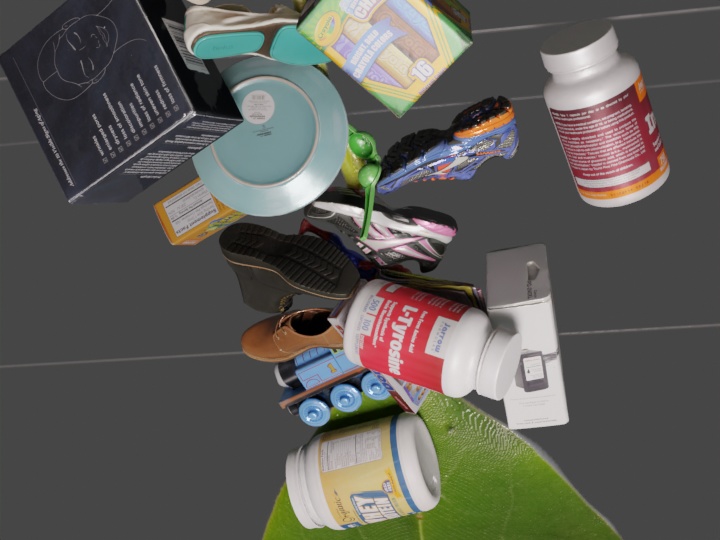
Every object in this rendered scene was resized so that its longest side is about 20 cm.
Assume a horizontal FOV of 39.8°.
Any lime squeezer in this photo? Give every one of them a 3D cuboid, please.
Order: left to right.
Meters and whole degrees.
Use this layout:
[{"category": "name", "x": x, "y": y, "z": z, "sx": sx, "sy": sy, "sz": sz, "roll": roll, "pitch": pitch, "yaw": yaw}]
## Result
[{"category": "lime squeezer", "x": -0.001, "y": -0.135, "z": 1.236, "sx": 0.038, "sy": 0.071, "sz": 0.200, "roll": -24, "pitch": 79, "yaw": 31}]

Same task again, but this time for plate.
[{"category": "plate", "x": -0.114, "y": -0.166, "z": 1.203, "sx": 0.200, "sy": 0.026, "sz": 0.201, "roll": -1, "pitch": 86, "yaw": 10}]

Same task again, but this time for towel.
[{"category": "towel", "x": 0.104, "y": 0.069, "z": 1.324, "sx": 0.143, "sy": 0.023, "sz": 0.200, "roll": 9, "pitch": 145, "yaw": 24}]

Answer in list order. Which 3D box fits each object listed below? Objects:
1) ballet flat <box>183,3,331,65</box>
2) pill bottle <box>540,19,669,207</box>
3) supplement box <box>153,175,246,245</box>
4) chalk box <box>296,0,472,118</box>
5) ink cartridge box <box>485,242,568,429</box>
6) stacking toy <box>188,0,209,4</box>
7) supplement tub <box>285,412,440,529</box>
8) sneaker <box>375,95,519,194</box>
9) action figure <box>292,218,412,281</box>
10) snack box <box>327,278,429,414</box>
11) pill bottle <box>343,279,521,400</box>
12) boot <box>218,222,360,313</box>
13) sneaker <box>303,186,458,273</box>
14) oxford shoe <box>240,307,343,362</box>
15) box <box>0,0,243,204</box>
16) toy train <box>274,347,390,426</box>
[{"category": "ballet flat", "x": -0.113, "y": -0.282, "z": 1.157, "sx": 0.200, "sy": 0.069, "sz": 0.070, "roll": -6, "pitch": 128, "yaw": -32}, {"category": "pill bottle", "x": 0.283, "y": -0.184, "z": 1.167, "sx": 0.113, "sy": 0.113, "sz": 0.200, "roll": -19, "pitch": 118, "yaw": 16}, {"category": "supplement box", "x": -0.163, "y": -0.103, "z": 1.274, "sx": 0.200, "sy": 0.067, "sz": 0.069, "roll": -26, "pitch": 82, "yaw": 21}, {"category": "chalk box", "x": 0.013, "y": -0.297, "z": 1.118, "sx": 0.200, "sy": 0.125, "sz": 0.124, "roll": 39, "pitch": 117, "yaw": -18}, {"category": "ink cartridge box", "x": 0.219, "y": 0.085, "z": 1.317, "sx": 0.083, "sy": 0.145, "sz": 0.200, "roll": -8, "pitch": 120, "yaw": 11}, {"category": "stacking toy", "x": -0.175, "y": -0.408, "z": 1.086, "sx": 0.146, "sy": 0.146, "sz": 0.200, "roll": 36, "pitch": 101, "yaw": -16}, {"category": "supplement tub", "x": 0.005, "y": 0.299, "z": 1.467, "sx": 0.200, "sy": 0.145, "sz": 0.145, "roll": -17, "pitch": 118, "yaw": 15}, {"category": "sneaker", "x": 0.108, "y": -0.138, "z": 1.237, "sx": 0.200, "sy": 0.075, "sz": 0.078, "roll": -22, "pitch": 120, "yaw": 19}, {"category": "action figure", "x": 0.000, "y": 0.000, "z": 1.342, "sx": 0.200, "sy": 0.052, "sz": 0.065, "roll": 24, "pitch": 133, "yaw": -12}, {"category": "snack box", "x": 0.035, "y": 0.103, "z": 1.334, "sx": 0.024, "sy": 0.072, "sz": 0.200, "roll": 2, "pitch": 139, "yaw": 48}, {"category": "pill bottle", "x": 0.089, "y": 0.088, "z": 1.217, "sx": 0.200, "sy": 0.112, "sz": 0.112, "roll": 16, "pitch": 125, "yaw": 24}, {"category": "boot", "x": -0.084, "y": 0.020, "z": 1.317, "sx": 0.200, "sy": 0.077, "sz": 0.138, "roll": 24, "pitch": 146, "yaw": 26}, {"category": "sneaker", "x": 0.021, "y": -0.045, "z": 1.287, "sx": 0.200, "sy": 0.080, "sz": 0.086, "roll": 15, "pitch": 109, "yaw": -3}, {"category": "oxford shoe", "x": -0.094, "y": 0.079, "z": 1.364, "sx": 0.200, "sy": 0.071, "sz": 0.071, "roll": -14, "pitch": 155, "yaw": 32}, {"category": "box", "x": -0.277, "y": -0.210, "z": 1.154, "sx": 0.196, "sy": 0.124, "sz": 0.200, "roll": -30, "pitch": 83, "yaw": 20}, {"category": "toy train", "x": -0.032, "y": 0.140, "z": 1.414, "sx": 0.200, "sy": 0.087, "sz": 0.114, "roll": -25, "pitch": 107, "yaw": 21}]
